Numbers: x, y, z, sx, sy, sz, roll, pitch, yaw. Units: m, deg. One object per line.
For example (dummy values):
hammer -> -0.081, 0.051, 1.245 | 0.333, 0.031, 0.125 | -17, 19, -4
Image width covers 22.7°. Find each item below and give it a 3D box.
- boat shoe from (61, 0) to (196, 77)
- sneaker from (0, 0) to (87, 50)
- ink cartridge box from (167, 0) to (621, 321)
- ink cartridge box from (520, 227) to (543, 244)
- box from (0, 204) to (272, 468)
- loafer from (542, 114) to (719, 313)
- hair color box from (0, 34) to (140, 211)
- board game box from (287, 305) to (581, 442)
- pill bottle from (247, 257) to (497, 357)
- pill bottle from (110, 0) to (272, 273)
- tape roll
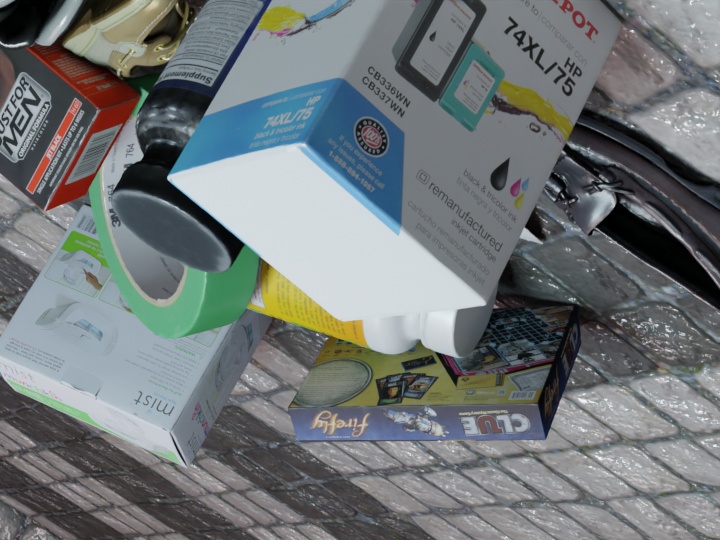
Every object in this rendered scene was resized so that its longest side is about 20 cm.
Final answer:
boat shoe -> -0.149, -0.177, 1.237 | 0.066, 0.074, 0.200 | 32, 169, -17
sneaker -> -0.229, -0.197, 1.219 | 0.075, 0.116, 0.200 | 38, 156, -23
ink cartridge box -> 0.022, -0.097, 1.021 | 0.147, 0.201, 0.146 | 39, 155, -26
ink cartridge box -> 0.040, -0.085, 1.268 | 0.162, 0.050, 0.200 | 17, 174, 26
box -> -0.213, 0.060, 1.689 | 0.199, 0.177, 0.097 | 21, 157, 17
loafer -> 0.171, -0.040, 1.150 | 0.199, 0.063, 0.072 | 27, 158, 3
hair color box -> -0.271, -0.148, 1.332 | 0.200, 0.061, 0.102 | 40, 118, 11
board game box -> 0.060, 0.079, 1.382 | 0.199, 0.136, 0.035 | -2, 121, 23
pill bottle -> 0.000, 0.000, 1.381 | 0.199, 0.111, 0.111 | 17, 156, 23
pill bottle -> -0.071, -0.104, 1.118 | 0.111, 0.201, 0.112 | 24, 158, 11
tape roll -> -0.147, -0.050, 1.372 | 0.200, 0.048, 0.202 | 29, 126, 51
